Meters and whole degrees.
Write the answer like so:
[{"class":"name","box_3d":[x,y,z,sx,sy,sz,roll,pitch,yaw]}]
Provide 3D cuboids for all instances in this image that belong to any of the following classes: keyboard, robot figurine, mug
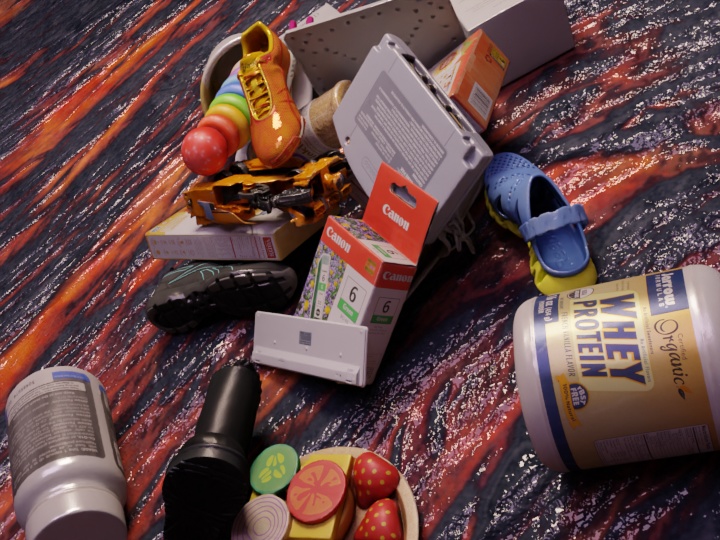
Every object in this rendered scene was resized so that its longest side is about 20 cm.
[{"class":"keyboard","box_3d":[-0.056,0.078,0.976,0.198,0.011,0.058,4,85,52]},{"class":"robot figurine","box_3d":[-0.096,-0.091,1.073,0.197,0.059,0.145,3,29,35]},{"class":"mug","box_3d":[-0.166,-0.249,1.300,0.184,0.151,0.153,-28,26,-2]}]

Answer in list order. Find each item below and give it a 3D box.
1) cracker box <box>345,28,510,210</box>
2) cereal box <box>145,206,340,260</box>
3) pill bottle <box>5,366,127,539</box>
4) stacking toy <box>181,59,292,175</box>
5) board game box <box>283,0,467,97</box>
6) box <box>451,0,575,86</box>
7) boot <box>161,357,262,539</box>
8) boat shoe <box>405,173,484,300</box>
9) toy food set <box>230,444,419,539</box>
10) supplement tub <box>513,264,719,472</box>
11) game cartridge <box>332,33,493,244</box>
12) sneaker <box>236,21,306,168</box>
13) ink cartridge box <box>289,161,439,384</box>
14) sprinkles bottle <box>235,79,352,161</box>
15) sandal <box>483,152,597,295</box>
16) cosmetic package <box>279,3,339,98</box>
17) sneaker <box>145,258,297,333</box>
[{"class":"cracker box","box_3d":[0.071,-0.167,1.079,0.199,0.058,0.135,-31,25,42]},{"class":"cereal box","box_3d":[-0.141,-0.058,1.149,0.196,0.040,0.144,0,26,31]},{"class":"pill bottle","box_3d":[-0.304,0.206,0.984,0.113,0.115,0.201,-31,42,0]},{"class":"stacking toy","box_3d":[-0.152,-0.179,1.132,0.084,0.087,0.201,-7,32,24]},{"class":"board game box","box_3d":[0.037,-0.246,1.135,0.196,0.200,0.026,-11,55,20]},{"class":"box","box_3d":[0.172,-0.342,1.222,0.123,0.098,0.202,-27,42,5]},{"class":"boot","box_3d":[-0.128,0.155,0.881,0.072,0.200,0.164,18,49,-4]},{"class":"boat shoe","box_3d":[0.084,-0.039,1.012,0.202,0.075,0.086,-46,44,-13]},{"class":"toy food set","box_3d":[-0.042,0.243,0.845,0.194,0.049,0.203,-6,49,26]},{"class":"supplement tub","box_3d":[0.233,0.077,0.766,0.196,0.145,0.146,-13,45,20]},{"class":"game cartridge","box_3d":[0.046,-0.132,0.985,0.134,0.040,0.202,-52,53,28]},{"class":"sneaker","box_3d":[-0.111,-0.196,1.073,0.072,0.077,0.203,-31,49,22]},{"class":"ink cartridge box","box_3d":[0.000,0.000,0.961,0.109,0.050,0.203,40,116,47]},{"class":"sprinkles bottle","box_3d":[-0.072,-0.162,1.173,0.198,0.068,0.069,-25,37,41]},{"class":"sandal","box_3d":[0.182,-0.066,0.964,0.078,0.088,0.201,-19,43,-8]},{"class":"cosmetic package","box_3d":[-0.032,-0.283,1.307,0.101,0.075,0.200,-36,44,-5]},{"class":"sneaker","box_3d":[-0.163,0.012,1.110,0.196,0.076,0.080,-11,44,21]}]
